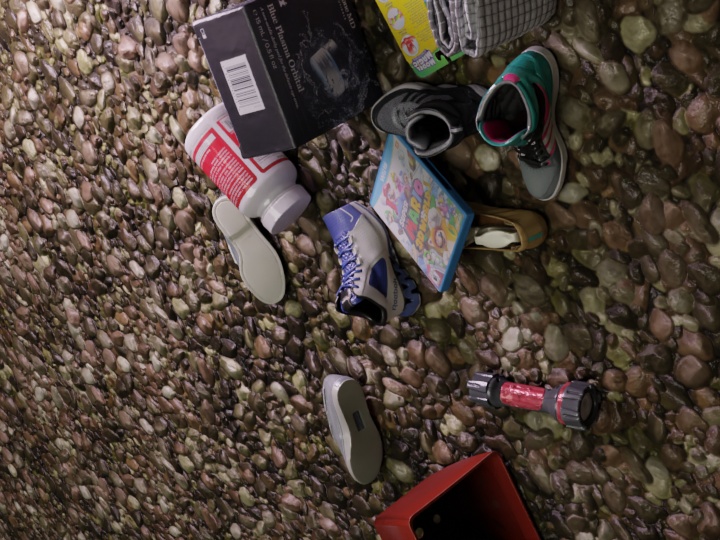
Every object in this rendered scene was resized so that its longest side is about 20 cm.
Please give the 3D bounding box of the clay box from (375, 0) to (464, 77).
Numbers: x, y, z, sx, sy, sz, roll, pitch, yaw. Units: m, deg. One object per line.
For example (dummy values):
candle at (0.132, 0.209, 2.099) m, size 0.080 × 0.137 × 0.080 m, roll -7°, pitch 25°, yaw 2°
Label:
clay box at (0.076, -0.362, 1.511) m, size 0.114 × 0.047 × 0.201 m, roll -21°, pitch 100°, yaw 48°

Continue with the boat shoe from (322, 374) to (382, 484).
boat shoe at (-0.017, 0.264, 1.981) m, size 0.071 × 0.070 × 0.203 m, roll 19°, pitch 129°, yaw 56°

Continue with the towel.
towel at (0.147, -0.367, 1.356) m, size 0.085 × 0.165 × 0.202 m, roll 16°, pitch 124°, yaw 43°

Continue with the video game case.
video game case at (0.083, -0.088, 1.646) m, size 0.201 × 0.018 × 0.144 m, roll 53°, pitch 143°, yaw 35°

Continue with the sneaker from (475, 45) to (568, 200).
sneaker at (0.202, -0.166, 1.457) m, size 0.083 × 0.120 × 0.202 m, roll 11°, pitch 122°, yaw 38°

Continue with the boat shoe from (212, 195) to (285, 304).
boat shoe at (-0.185, -0.039, 1.963) m, size 0.201 × 0.072 × 0.062 m, roll 61°, pitch -178°, yaw -15°

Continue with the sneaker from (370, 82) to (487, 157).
sneaker at (0.075, -0.201, 1.555) m, size 0.198 × 0.114 × 0.076 m, roll 2°, pitch 116°, yaw 38°

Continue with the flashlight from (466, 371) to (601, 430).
flashlight at (0.244, 0.181, 1.673) m, size 0.198 × 0.068 × 0.068 m, roll 7°, pitch 120°, yaw 40°

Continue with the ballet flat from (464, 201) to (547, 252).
ballet flat at (0.161, -0.058, 1.606) m, size 0.199 × 0.063 × 0.069 m, roll 2°, pitch 115°, yaw 43°

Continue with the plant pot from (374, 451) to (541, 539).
plant pot at (0.138, 0.420, 1.838) m, size 0.176 × 0.199 × 0.201 m, roll -14°, pitch 105°, yaw 57°

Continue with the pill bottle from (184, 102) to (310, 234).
pill bottle at (-0.173, -0.158, 1.823) m, size 0.200 × 0.112 × 0.112 m, roll 47°, pitch 138°, yaw 10°

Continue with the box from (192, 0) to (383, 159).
box at (-0.094, -0.286, 1.604) m, size 0.117 × 0.199 × 0.199 m, roll -5°, pitch 112°, yaw 45°

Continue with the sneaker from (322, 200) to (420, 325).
sneaker at (0.000, 0.001, 1.755) m, size 0.080 × 0.115 × 0.200 m, roll -33°, pitch 91°, yaw 47°
